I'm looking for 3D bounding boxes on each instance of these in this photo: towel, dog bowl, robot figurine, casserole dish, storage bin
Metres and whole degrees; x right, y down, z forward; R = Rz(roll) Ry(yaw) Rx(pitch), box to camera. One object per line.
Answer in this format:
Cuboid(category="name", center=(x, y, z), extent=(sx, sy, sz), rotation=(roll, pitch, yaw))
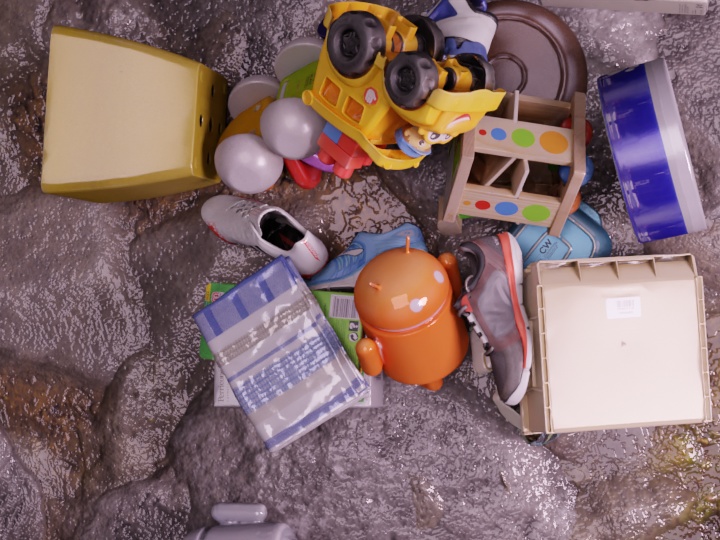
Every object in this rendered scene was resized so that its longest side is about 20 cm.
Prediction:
Cuboid(category="towel", center=(-0.095, 0.099, 1.631), extent=(0.147, 0.024, 0.200), rotation=(-34, 76, 9))
Cuboid(category="dog bowl", center=(0.330, -0.134, 1.560), extent=(0.079, 0.200, 0.200), rotation=(-14, 86, 15))
Cuboid(category="robot figurine", center=(-0.149, 0.370, 1.702), extent=(0.200, 0.113, 0.170), rotation=(-7, 72, 12))
Cuboid(category="casserole dish", center=(0.215, -0.001, 1.667), extent=(0.121, 0.039, 0.200), rotation=(39, 96, 11))
Cuboid(category="robot figurine", center=(0.058, 0.056, 1.609), extent=(0.144, 0.200, 0.117), rotation=(-18, 43, 5))
Cuboid(category="storage bin", center=(0.288, 0.086, 1.586), extent=(0.200, 0.094, 0.199), rotation=(-3, 87, -9))

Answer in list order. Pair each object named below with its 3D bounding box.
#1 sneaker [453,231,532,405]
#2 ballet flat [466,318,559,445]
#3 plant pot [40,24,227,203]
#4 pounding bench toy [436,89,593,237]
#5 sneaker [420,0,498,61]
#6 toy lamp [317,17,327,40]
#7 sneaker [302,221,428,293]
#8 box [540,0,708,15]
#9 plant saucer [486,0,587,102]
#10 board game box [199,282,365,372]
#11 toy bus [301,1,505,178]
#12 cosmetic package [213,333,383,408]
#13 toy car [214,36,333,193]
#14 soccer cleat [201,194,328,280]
Cuboid(category="sneaker", center=(0.145, 0.057, 1.577), extent=(0.082, 0.077, 0.200), rotation=(-2, 76, -11))
Cuboid(category="ballet flat", center=(0.174, 0.121, 1.638), extent=(0.074, 0.074, 0.200), rotation=(-34, 90, 10))
Cuboid(category="plant pot", center=(-0.268, -0.183, 1.702), extent=(0.176, 0.200, 0.200), rotation=(4, 90, 10))
Cuboid(category="pounding bench toy", center=(0.181, -0.109, 1.621), extent=(0.156, 0.200, 0.124), rotation=(9, 55, -3))
Cuboid(category="sneaker", center=(0.096, -0.286, 1.659), extent=(0.199, 0.081, 0.115), rotation=(11, 69, 46))
Cuboid(category="toy lamp", center=(0.021, -0.225, 1.651), extent=(0.058, 0.200, 0.058), rotation=(-21, 41, 19))
Cuboid(category="sneaker", center=(0.000, 0.000, 1.707), extent=(0.200, 0.078, 0.090), rotation=(-21, 46, 23))
Cuboid(category="box", center=(0.315, -0.354, 1.636), extent=(0.200, 0.068, 0.082), rotation=(4, 90, 12))
Cuboid(category="plant saucer", center=(0.177, -0.235, 1.685), extent=(0.200, 0.032, 0.200), rotation=(0, 88, 12))
Cuboid(category="board game box", center=(-0.093, 0.068, 1.658), extent=(0.200, 0.030, 0.096), rotation=(5, 84, 10))
Cuboid(category="toy bus", center=(0.032, -0.178, 1.525), extent=(0.200, 0.136, 0.192), rotation=(40, 118, 30))
Cuboid(category="cosmetic package", center=(-0.076, 0.119, 1.706), extent=(0.200, 0.085, 0.108), rotation=(-2, 85, 11))
Cuboid(category="toy car", center=(-0.076, -0.170, 1.680), extent=(0.150, 0.175, 0.200), rotation=(38, 128, -26))
Cuboid(category="soccer cleat", center=(-0.124, -0.056, 1.700), extent=(0.200, 0.085, 0.069), rotation=(29, 71, 31))
